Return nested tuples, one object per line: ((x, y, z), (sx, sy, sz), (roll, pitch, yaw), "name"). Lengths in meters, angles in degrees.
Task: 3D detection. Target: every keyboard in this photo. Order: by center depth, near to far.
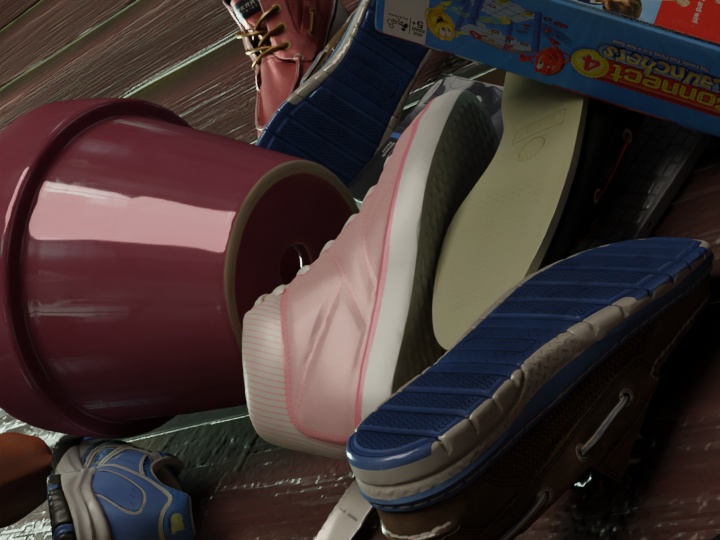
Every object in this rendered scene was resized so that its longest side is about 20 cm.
((0.152, -0.071, 0.756), (0.200, 0.011, 0.056), (-55, 33, -13), "keyboard")

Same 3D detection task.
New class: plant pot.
((-0.102, 0.001, 0.882), (0.179, 0.200, 0.200), (3, 53, 36), "plant pot")

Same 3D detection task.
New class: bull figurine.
((-0.268, 0.141, 0.913), (0.121, 0.065, 0.200), (-16, -5, 37), "bull figurine")

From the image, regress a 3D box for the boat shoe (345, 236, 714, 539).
((0.076, 0.052, 0.620), (0.200, 0.072, 0.072), (-32, 22, -33), "boat shoe")

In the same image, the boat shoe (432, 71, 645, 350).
((0.090, -0.038, 0.724), (0.074, 0.063, 0.202), (-15, 44, 46), "boat shoe")

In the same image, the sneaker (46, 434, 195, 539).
((-0.140, 0.137, 0.900), (0.077, 0.076, 0.200), (-6, 7, -10), "sneaker")

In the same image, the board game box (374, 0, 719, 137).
((0.132, -0.169, 0.729), (0.056, 0.196, 0.200), (95, -163, -56), "board game box")

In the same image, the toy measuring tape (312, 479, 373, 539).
((-0.064, 0.151, 0.719), (0.200, 0.074, 0.074), (-54, 24, -5), "toy measuring tape")

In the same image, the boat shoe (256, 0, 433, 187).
((-0.007, -0.108, 1.016), (0.200, 0.072, 0.072), (-54, 7, -5), "boat shoe")

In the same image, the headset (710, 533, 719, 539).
((0.119, 0.142, 0.456), (0.200, 0.094, 0.123), (-37, 18, -11), "headset")

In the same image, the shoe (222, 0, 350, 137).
((-0.067, -0.170, 1.189), (0.071, 0.091, 0.200), (-33, 28, 32), "shoe")

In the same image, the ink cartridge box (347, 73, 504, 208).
((0.064, -0.053, 0.855), (0.099, 0.039, 0.200), (-50, 24, -5), "ink cartridge box")

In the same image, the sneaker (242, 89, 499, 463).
((0.000, 0.000, 0.756), (0.105, 0.075, 0.201), (-2, 60, 33), "sneaker")
